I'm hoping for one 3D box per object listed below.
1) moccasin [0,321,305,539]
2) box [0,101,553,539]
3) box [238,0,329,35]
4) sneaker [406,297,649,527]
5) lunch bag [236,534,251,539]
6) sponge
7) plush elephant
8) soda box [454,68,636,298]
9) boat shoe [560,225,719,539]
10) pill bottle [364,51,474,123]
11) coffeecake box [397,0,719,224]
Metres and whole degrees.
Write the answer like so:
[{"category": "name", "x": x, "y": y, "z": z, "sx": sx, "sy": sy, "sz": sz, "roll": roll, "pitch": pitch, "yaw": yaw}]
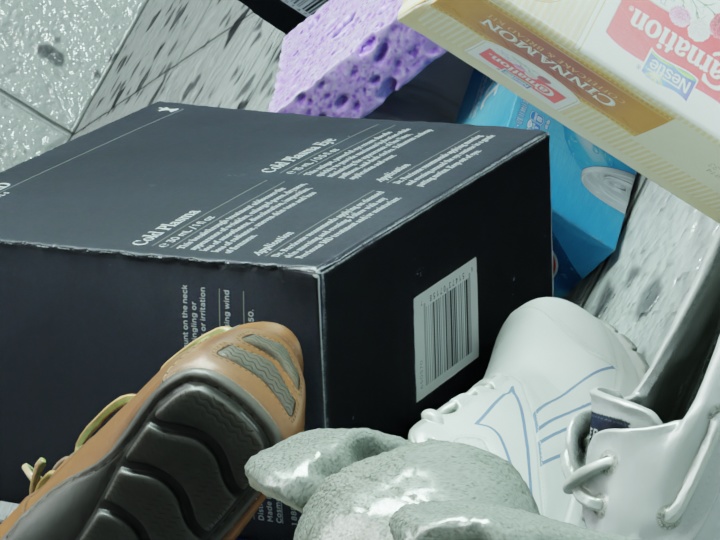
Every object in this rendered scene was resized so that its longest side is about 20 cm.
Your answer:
[{"category": "moccasin", "x": -0.089, "y": 0.093, "z": 0.894, "sx": 0.202, "sy": 0.073, "sz": 0.078, "roll": -54, "pitch": 1, "yaw": 23}, {"category": "box", "x": -0.046, "y": 0.013, "z": 1.005, "sx": 0.200, "sy": 0.181, "sz": 0.105, "roll": -31, "pitch": -57, "yaw": -57}, {"category": "box", "x": 0.023, "y": -0.218, "z": 1.404, "sx": 0.198, "sy": 0.199, "sz": 0.124, "roll": -64, "pitch": 15, "yaw": -19}, {"category": "sneaker", "x": 0.047, "y": 0.070, "z": 0.915, "sx": 0.075, "sy": 0.087, "sz": 0.201, "roll": -51, "pitch": 14, "yaw": 34}, {"category": "lunch bag", "x": -0.041, "y": 0.189, "z": 0.922, "sx": 0.170, "sy": 0.127, "sz": 0.200, "roll": -54, "pitch": 1, "yaw": 11}, {"category": "sponge", "x": 0.045, "y": -0.134, "z": 1.150, "sx": 0.200, "sy": 0.030, "sz": 0.112, "roll": -38, "pitch": 16, "yaw": 18}, {"category": "plush elephant", "x": 0.032, "y": 0.116, "z": 0.706, "sx": 0.201, "sy": 0.154, "sz": 0.165, "roll": -61, "pitch": 13, "yaw": -9}, {"category": "soda box", "x": 0.087, "y": -0.077, "z": 1.147, "sx": 0.068, "sy": 0.064, "sz": 0.201, "roll": -45, "pitch": 19, "yaw": 46}, {"category": "boat shoe", "x": 0.093, "y": 0.059, "z": 0.811, "sx": 0.201, "sy": 0.065, "sz": 0.074, "roll": -60, "pitch": 13, "yaw": -4}, {"category": "pill bottle", "x": 0.000, "y": 0.000, "z": 1.196, "sx": 0.111, "sy": 0.111, "sz": 0.201, "roll": -34, "pitch": 28, "yaw": 62}, {"category": "coffeecake box", "x": 0.129, "y": -0.136, "z": 0.918, "sx": 0.201, "sy": 0.153, "sz": 0.073, "roll": -63, "pitch": 13, "yaw": -14}]
